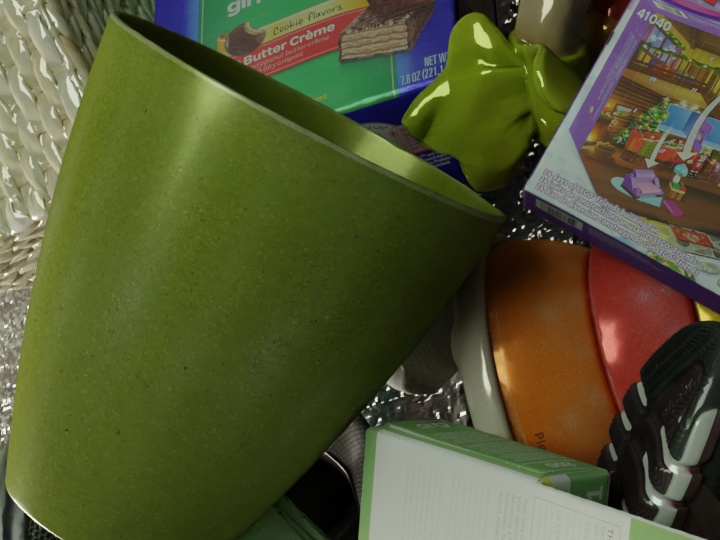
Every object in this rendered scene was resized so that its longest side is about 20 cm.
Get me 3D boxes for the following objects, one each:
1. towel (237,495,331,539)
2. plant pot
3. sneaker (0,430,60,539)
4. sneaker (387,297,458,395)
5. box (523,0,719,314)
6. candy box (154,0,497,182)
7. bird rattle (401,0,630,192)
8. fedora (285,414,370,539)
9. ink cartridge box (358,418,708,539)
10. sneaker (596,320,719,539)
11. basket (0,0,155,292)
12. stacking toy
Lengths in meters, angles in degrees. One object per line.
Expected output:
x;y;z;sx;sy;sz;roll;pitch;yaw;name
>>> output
-0.017;0.218;0.917;0.149;0.200;0.031;-45;3;2;towel
-0.066;0.022;0.885;0.187;0.187;0.201;35;101;46;plant pot
-0.100;0.065;0.990;0.200;0.076;0.114;-54;17;-28;sneaker
0.000;0.000;1.086;0.080;0.070;0.201;-48;39;25;sneaker
0.185;-0.040;0.848;0.199;0.039;0.137;30;84;9;box
-0.018;-0.125;1.080;0.168;0.077;0.201;-16;47;16;candy box
0.105;-0.126;0.961;0.112;0.163;0.201;9;81;32;bird rattle
-0.025;0.161;1.018;0.176;0.090;0.201;5;77;45;fedora
0.074;0.148;0.807;0.200;0.048;0.146;13;101;48;ink cartridge box
0.151;0.114;0.849;0.076;0.115;0.201;-90;16;-57;sneaker
-0.192;-0.104;1.193;0.198;0.161;0.201;-29;84;31;basket
0.151;0.034;0.906;0.199;0.146;0.147;-15;61;18;stacking toy
